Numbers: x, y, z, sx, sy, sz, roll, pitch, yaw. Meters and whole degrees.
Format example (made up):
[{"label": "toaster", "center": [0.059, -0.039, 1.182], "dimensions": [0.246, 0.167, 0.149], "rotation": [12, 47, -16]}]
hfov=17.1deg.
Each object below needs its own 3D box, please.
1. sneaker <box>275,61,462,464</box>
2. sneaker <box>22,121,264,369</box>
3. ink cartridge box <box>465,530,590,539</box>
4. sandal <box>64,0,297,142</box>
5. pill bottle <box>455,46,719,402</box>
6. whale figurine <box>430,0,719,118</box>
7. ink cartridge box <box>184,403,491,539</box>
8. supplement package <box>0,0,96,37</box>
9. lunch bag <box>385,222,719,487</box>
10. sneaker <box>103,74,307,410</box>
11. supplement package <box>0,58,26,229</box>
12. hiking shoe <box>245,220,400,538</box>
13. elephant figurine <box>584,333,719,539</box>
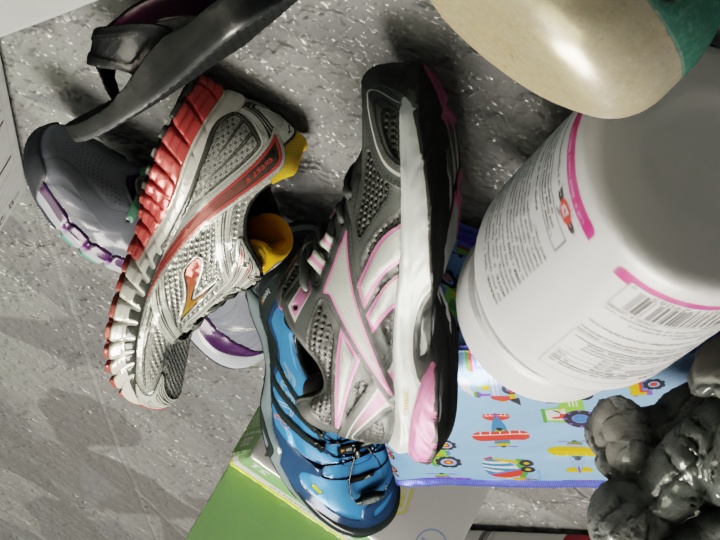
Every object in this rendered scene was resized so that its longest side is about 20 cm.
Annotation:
[{"label": "sneaker", "center": [0.000, 0.000, 1.152], "dimensions": [0.086, 0.080, 0.201], "rotation": [4, 110, 11]}, {"label": "sneaker", "center": [-0.097, -0.027, 1.352], "dimensions": [0.087, 0.075, 0.200], "rotation": [-25, 129, 33]}, {"label": "ink cartridge box", "center": [0.126, 0.244, 1.602], "dimensions": [0.199, 0.083, 0.147], "rotation": [-4, 140, 49]}, {"label": "sandal", "center": [-0.090, -0.116, 1.161], "dimensions": [0.048, 0.075, 0.200], "rotation": [57, 144, -3]}, {"label": "pill bottle", "center": [0.117, -0.012, 1.071], "dimensions": [0.113, 0.114, 0.200], "rotation": [31, 156, -5]}, {"label": "whale figurine", "center": [0.060, -0.150, 0.880], "dimensions": [0.200, 0.104, 0.159], "rotation": [48, 173, -22]}, {"label": "ink cartridge box", "center": [-0.016, 0.149, 1.422], "dimensions": [0.145, 0.201, 0.048], "rotation": [35, 158, -14]}, {"label": "supplement package", "center": [-0.114, -0.222, 0.798], "dimensions": [0.191, 0.201, 0.147], "rotation": [41, 153, -26]}, {"label": "lunch bag", "center": [0.112, 0.058, 1.264], "dimensions": [0.199, 0.094, 0.151], "rotation": [10, 149, 16]}, {"label": "sneaker", "center": [-0.083, -0.003, 1.273], "dimensions": [0.082, 0.078, 0.201], "rotation": [20, 125, 0]}, {"label": "supplement package", "center": [-0.277, -0.073, 1.362], "dimensions": [0.121, 0.120, 0.200], "rotation": [24, 155, 11]}, {"label": "hiking shoe", "center": [-0.017, 0.075, 1.333], "dimensions": [0.087, 0.074, 0.201], "rotation": [46, 157, 59]}, {"label": "elephant figurine", "center": [0.206, 0.075, 1.114], "dimensions": [0.141, 0.156, 0.200], "rotation": [21, 139, -20]}]
